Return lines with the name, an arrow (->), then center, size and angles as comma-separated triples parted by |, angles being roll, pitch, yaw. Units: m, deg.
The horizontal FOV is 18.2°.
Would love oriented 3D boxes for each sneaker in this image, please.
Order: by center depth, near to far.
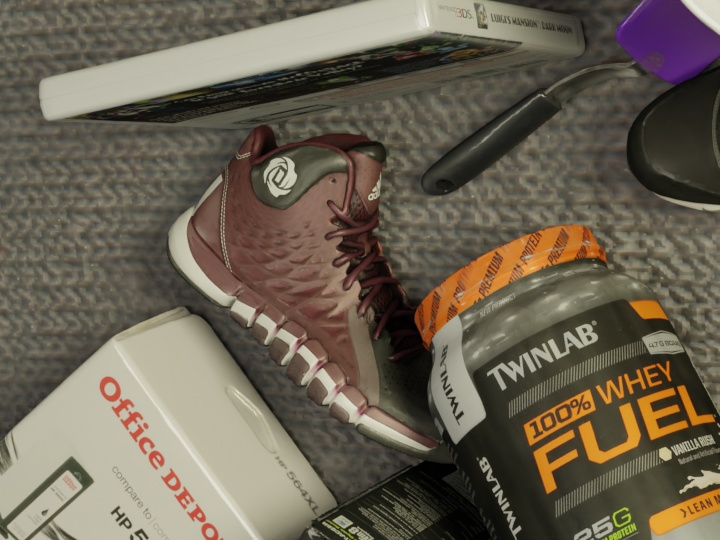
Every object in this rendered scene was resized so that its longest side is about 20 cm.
sneaker -> 0.207, -0.075, 0.991 | 0.199, 0.088, 0.076 | -7, 77, 24
sneaker -> 0.000, 0.000, 1.122 | 0.200, 0.076, 0.116 | 38, 110, 15

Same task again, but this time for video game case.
video game case -> -0.019, -0.096, 1.051 | 0.199, 0.182, 0.023 | -10, 88, 27

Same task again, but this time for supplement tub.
supplement tub -> 0.110, 0.087, 1.046 | 0.122, 0.122, 0.200 | -36, 71, 27

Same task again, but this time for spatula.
spatula -> 0.105, -0.086, 1.077 | 0.200, 0.056, 0.021 | -32, 43, 34

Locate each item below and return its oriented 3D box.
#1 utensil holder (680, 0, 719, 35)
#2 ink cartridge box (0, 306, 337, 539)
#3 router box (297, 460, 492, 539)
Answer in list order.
utensil holder -> 0.218, -0.175, 0.912 | 0.169, 0.200, 0.171 | 5, 103, 24
ink cartridge box -> -0.133, 0.138, 1.205 | 0.200, 0.084, 0.146 | -42, 81, 27
router box -> -0.019, 0.197, 1.125 | 0.062, 0.150, 0.200 | 39, 113, 15
